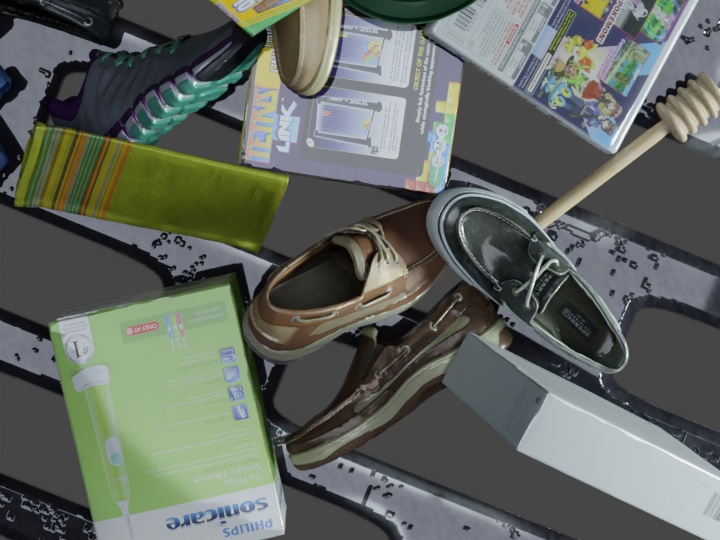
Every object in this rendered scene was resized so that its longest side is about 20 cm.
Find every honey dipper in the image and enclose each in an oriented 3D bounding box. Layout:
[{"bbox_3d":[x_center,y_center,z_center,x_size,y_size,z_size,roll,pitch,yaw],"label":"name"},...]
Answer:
[{"bbox_3d":[0.201,-0.082,1.276,0.199,0.038,0.038,-38,95,4],"label":"honey dipper"}]

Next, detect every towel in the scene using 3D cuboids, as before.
[{"bbox_3d":[-0.160,-0.061,1.235,0.198,0.018,0.086,11,139,-16],"label":"towel"}]

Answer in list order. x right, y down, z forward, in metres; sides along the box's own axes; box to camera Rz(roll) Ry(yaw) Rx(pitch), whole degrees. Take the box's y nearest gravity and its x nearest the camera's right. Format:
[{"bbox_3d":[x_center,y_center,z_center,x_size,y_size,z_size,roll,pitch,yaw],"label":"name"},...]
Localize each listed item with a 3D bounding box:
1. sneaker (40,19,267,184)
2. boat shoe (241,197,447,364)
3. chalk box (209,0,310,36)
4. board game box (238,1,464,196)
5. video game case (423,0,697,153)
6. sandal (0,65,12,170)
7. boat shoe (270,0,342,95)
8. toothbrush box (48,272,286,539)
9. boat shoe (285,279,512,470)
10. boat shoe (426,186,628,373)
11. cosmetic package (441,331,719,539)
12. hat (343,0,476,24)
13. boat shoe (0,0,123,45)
[{"bbox_3d":[-0.164,-0.150,1.225,0.199,0.074,0.088,-35,86,23],"label":"sneaker"},{"bbox_3d":[0.000,0.000,1.230,0.199,0.072,0.076,-35,71,-26],"label":"boat shoe"},{"bbox_3d":[-0.034,-0.271,1.074,0.199,0.124,0.125,-29,76,9],"label":"chalk box"},{"bbox_3d":[-0.001,-0.168,1.254,0.163,0.057,0.202,9,94,0],"label":"board game box"},{"bbox_3d":[0.169,-0.222,1.238,0.181,0.023,0.201,30,86,-18],"label":"video game case"},{"bbox_3d":[-0.313,-0.086,1.248,0.086,0.079,0.202,1,97,-4],"label":"sandal"},{"bbox_3d":[-0.059,-0.228,1.178,0.064,0.071,0.202,-3,86,-31],"label":"boat shoe"},{"bbox_3d":[-0.148,0.117,1.264,0.144,0.086,0.202,-13,95,0],"label":"toothbrush box"},{"bbox_3d":[0.019,0.078,1.274,0.201,0.075,0.075,-33,93,-10],"label":"boat shoe"},{"bbox_3d":[0.138,0.006,1.244,0.199,0.071,0.072,37,90,-20],"label":"boat shoe"},{"bbox_3d":[0.175,0.125,1.211,0.199,0.151,0.052,27,97,-22],"label":"cosmetic package"},{"bbox_3d":[0.038,-0.291,1.122,0.164,0.176,0.202,24,86,9],"label":"hat"},{"bbox_3d":[-0.280,-0.211,1.236,0.197,0.074,0.067,9,84,-11],"label":"boat shoe"}]
